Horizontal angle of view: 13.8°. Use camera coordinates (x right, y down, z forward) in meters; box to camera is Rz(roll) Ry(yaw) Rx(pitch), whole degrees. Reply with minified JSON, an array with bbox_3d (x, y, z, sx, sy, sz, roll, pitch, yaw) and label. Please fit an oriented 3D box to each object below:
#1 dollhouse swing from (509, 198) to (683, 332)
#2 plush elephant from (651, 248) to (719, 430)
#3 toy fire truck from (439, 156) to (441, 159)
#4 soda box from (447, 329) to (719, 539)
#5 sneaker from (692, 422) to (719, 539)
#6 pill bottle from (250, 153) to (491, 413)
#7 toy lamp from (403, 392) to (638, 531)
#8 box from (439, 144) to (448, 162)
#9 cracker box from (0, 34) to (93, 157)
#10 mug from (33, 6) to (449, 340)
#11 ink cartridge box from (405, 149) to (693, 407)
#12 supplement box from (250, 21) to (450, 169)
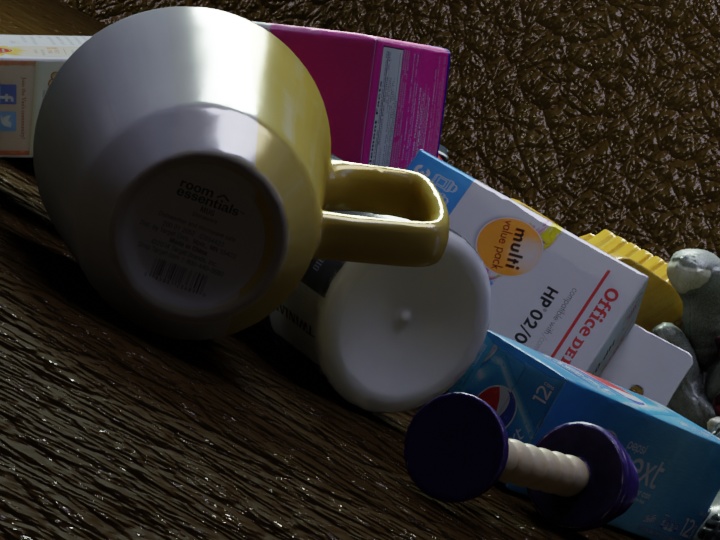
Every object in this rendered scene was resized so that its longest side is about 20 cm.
[{"bbox_3d":[0.088,-0.019,2.058,0.176,0.182,0.200,57,-8,-21],"label":"dollhouse swing"},{"bbox_3d":[0.257,0.103,1.950,0.165,0.200,0.155,16,26,3],"label":"plush elephant"},{"bbox_3d":[0.047,-0.016,2.350,0.168,0.112,0.200,53,1,-10],"label":"toy fire truck"},{"bbox_3d":[0.125,0.095,1.629,0.064,0.068,0.200,32,5,37],"label":"soda box"},{"bbox_3d":[0.222,0.148,1.764,0.080,0.078,0.200,48,4,-16],"label":"sneaker"},{"bbox_3d":[-0.021,-0.005,1.604,0.106,0.106,0.200,26,4,-34],"label":"pill bottle"},{"bbox_3d":[0.086,0.095,1.449,0.058,0.058,0.200,31,5,25],"label":"toy lamp"},{"bbox_3d":[-0.034,-0.101,2.597,0.197,0.117,0.200,29,5,0],"label":"box"},{"bbox_3d":[-0.150,-0.095,1.617,0.200,0.058,0.134,0,10,-9],"label":"cracker box"},{"bbox_3d":[-0.065,-0.045,1.428,0.153,0.186,0.150,-109,176,-72],"label":"mug"},{"bbox_3d":[0.089,0.031,1.742,0.200,0.115,0.068,30,-25,11],"label":"ink cartridge box"},{"bbox_3d":[-0.019,-0.095,1.795,0.101,0.103,0.200,8,3,14],"label":"supplement box"}]
